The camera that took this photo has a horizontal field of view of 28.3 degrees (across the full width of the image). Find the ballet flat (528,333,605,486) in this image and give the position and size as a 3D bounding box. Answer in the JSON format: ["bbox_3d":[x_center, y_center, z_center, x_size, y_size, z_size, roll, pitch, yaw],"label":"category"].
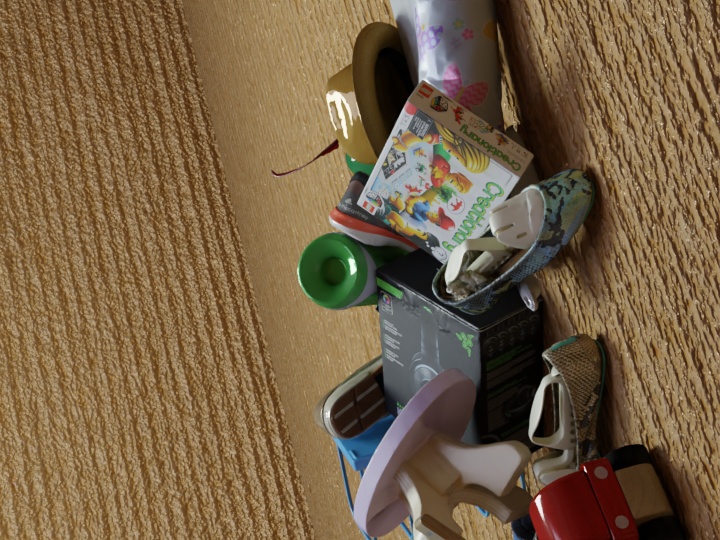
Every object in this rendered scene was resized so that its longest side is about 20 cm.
[{"bbox_3d":[0.193,0.156,1.343,0.068,0.074,0.203,-136,36,-61],"label":"ballet flat"}]

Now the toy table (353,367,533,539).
[{"bbox_3d":[0.084,0.213,1.413,0.117,0.183,0.202,41,129,28],"label":"toy table"}]

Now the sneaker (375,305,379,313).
[{"bbox_3d":[0.057,0.019,1.868,0.074,0.079,0.203,-157,58,-78],"label":"sneaker"}]

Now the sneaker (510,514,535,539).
[{"bbox_3d":[0.205,0.301,1.433,0.200,0.073,0.083,-124,19,-69],"label":"sneaker"}]

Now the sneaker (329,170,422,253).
[{"bbox_3d":[0.048,-0.068,1.567,0.077,0.199,0.083,27,102,31],"label":"sneaker"}]

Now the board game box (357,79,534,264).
[{"bbox_3d":[0.078,-0.087,1.383,0.125,0.035,0.200,34,151,3],"label":"board game box"}]

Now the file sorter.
[{"bbox_3d":[0.080,0.226,1.658,0.139,0.197,0.125,-141,38,-72],"label":"file sorter"}]

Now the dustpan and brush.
[{"bbox_3d":[0.154,-0.031,1.390,0.201,0.056,0.141,-115,18,-49],"label":"dustpan and brush"}]

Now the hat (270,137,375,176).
[{"bbox_3d":[-0.011,-0.153,1.785,0.201,0.173,0.167,93,162,-49],"label":"hat"}]

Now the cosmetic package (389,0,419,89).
[{"bbox_3d":[0.082,-0.264,1.547,0.151,0.051,0.203,115,142,-69],"label":"cosmetic package"}]

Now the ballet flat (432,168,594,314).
[{"bbox_3d":[0.132,-0.024,1.299,0.200,0.073,0.075,-50,47,40],"label":"ballet flat"}]

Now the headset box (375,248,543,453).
[{"bbox_3d":[0.106,0.087,1.527,0.173,0.092,0.203,32,135,45],"label":"headset box"}]

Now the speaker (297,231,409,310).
[{"bbox_3d":[0.000,0.000,1.606,0.200,0.087,0.090,-1,-102,-70],"label":"speaker"}]

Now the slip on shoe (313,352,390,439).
[{"bbox_3d":[0.033,0.131,1.658,0.060,0.199,0.077,-2,118,63],"label":"slip on shoe"}]

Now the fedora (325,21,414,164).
[{"bbox_3d":[0.018,-0.182,1.634,0.200,0.081,0.204,29,-123,-56],"label":"fedora"}]

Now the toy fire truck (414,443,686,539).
[{"bbox_3d":[0.161,0.236,1.261,0.177,0.197,0.130,95,159,-55],"label":"toy fire truck"}]

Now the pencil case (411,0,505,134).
[{"bbox_3d":[0.091,-0.217,1.403,0.083,0.089,0.203,-2,-94,-77],"label":"pencil case"}]
